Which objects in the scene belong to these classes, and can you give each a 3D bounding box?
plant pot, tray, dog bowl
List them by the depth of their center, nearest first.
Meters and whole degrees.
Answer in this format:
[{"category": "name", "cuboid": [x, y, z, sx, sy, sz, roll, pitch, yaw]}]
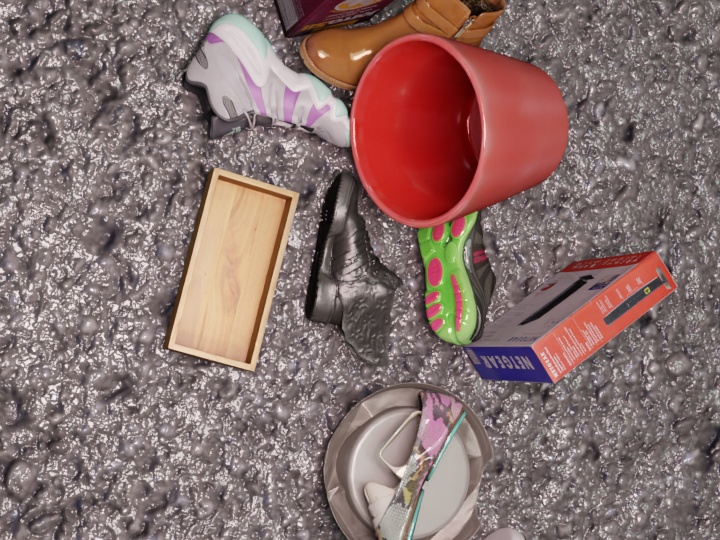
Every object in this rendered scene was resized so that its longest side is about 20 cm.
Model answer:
[{"category": "plant pot", "cuboid": [0.117, -0.153, 1.605, 0.177, 0.200, 0.202, -8, 89, -44]}, {"category": "tray", "cuboid": [-0.140, 0.000, 1.619, 0.098, 0.037, 0.201, 16, 82, -16]}, {"category": "dog bowl", "cuboid": [0.048, 0.224, 1.651, 0.199, 0.059, 0.201, 1, 86, -17]}]

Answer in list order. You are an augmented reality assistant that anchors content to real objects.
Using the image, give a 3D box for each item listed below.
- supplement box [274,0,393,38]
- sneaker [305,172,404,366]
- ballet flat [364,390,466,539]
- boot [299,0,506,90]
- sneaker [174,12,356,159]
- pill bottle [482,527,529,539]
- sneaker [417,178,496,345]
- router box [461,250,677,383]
[{"category": "supplement box", "cuboid": [-0.018, -0.320, 1.592, 0.110, 0.200, 0.086, -16, 90, -18]}, {"category": "sneaker", "cuboid": [0.001, 0.000, 1.653, 0.104, 0.060, 0.201, 12, 88, -15]}, {"category": "ballet flat", "cuboid": [0.047, 0.221, 1.593, 0.071, 0.069, 0.201, 23, 75, 3]}, {"category": "boot", "cuboid": [0.048, -0.258, 1.614, 0.199, 0.155, 0.077, 7, 62, -28]}, {"category": "sneaker", "cuboid": [-0.113, -0.167, 1.623, 0.200, 0.078, 0.140, 39, 77, -2]}, {"category": "pill bottle", "cuboid": [0.207, 0.388, 1.663, 0.200, 0.111, 0.111, 40, 76, -12]}, {"category": "sneaker", "cuboid": [0.111, -0.010, 1.688, 0.084, 0.076, 0.201, 33, 57, -58]}, {"category": "router box", "cuboid": [0.227, 0.052, 1.645, 0.179, 0.200, 0.049, -35, 98, -17]}]
